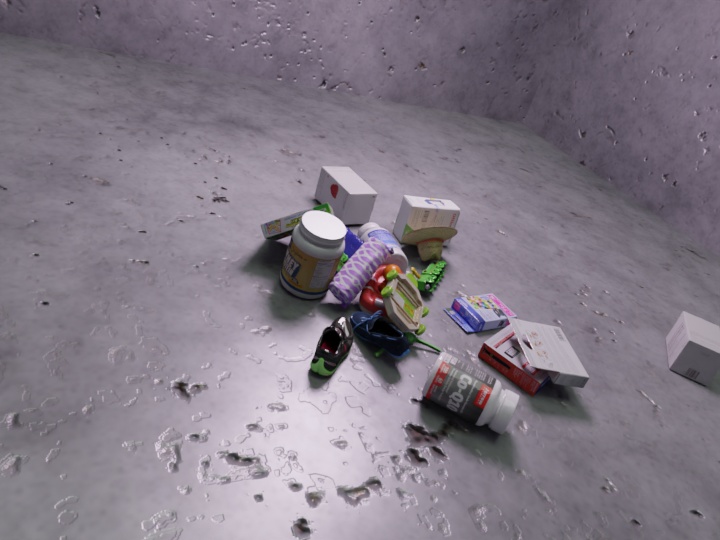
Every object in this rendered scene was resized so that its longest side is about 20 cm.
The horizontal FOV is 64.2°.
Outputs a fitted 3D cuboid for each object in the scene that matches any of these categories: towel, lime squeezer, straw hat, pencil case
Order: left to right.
[{"bbox_3d":[-0.066,-0.055,1.702,0.147,0.050,0.200,-40,55,-12],"label":"towel"},{"bbox_3d":[0.000,0.000,1.553,0.084,0.086,0.200,32,69,33],"label":"pencil case"},{"bbox_3d":[0.116,0.182,1.471,0.198,0.038,0.071,1,35,-29],"label":"lime squeezer"},{"bbox_3d":[0.230,-0.074,1.886,0.199,0.201,0.086,2,75,-26],"label":"straw hat"}]

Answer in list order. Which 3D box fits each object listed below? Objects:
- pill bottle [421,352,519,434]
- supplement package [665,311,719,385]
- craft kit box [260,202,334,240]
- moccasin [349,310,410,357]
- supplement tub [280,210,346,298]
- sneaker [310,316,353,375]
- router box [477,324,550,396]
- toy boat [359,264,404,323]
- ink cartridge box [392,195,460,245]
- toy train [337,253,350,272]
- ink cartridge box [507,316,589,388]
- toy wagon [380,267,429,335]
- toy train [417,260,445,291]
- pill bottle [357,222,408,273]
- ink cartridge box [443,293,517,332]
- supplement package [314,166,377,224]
[{"bbox_3d":[0.251,0.280,1.309,0.198,0.115,0.114,26,31,14],"label":"pill bottle"},{"bbox_3d":[1.055,0.242,1.812,0.120,0.121,0.200,25,31,14],"label":"supplement package"},{"bbox_3d":[-0.172,-0.137,1.645,0.196,0.049,0.200,-21,1,2],"label":"craft kit box"},{"bbox_3d":[0.050,0.141,1.430,0.199,0.069,0.080,23,47,39],"label":"moccasin"},{"bbox_3d":[-0.124,-0.041,1.527,0.143,0.201,0.145,15,35,-11],"label":"supplement tub"},{"bbox_3d":[-0.056,0.165,1.355,0.076,0.084,0.200,20,30,2],"label":"sneaker"},{"bbox_3d":[0.444,0.232,1.560,0.179,0.049,0.199,37,35,28],"label":"router box"},{"bbox_3d":[0.076,0.041,1.583,0.129,0.132,0.201,19,30,1],"label":"toy boat"},{"bbox_3d":[0.230,-0.171,1.998,0.198,0.147,0.088,2,30,-24],"label":"ink cartridge box"},{"bbox_3d":[-0.083,-0.046,1.644,0.200,0.056,0.042,43,0,33],"label":"toy train"},{"bbox_3d":[0.485,0.214,1.518,0.172,0.044,0.201,11,32,-14],"label":"ink cartridge box"},{"bbox_3d":[0.120,0.070,1.497,0.155,0.039,0.201,49,34,-21],"label":"toy wagon"},{"bbox_3d":[0.220,0.015,1.783,0.056,0.042,0.200,8,23,19],"label":"toy train"},{"bbox_3d":[0.060,-0.061,1.760,0.111,0.113,0.201,3,34,-25],"label":"pill bottle"},{"bbox_3d":[0.355,0.124,1.698,0.198,0.042,0.119,-7,38,-34],"label":"ink cartridge box"},{"bbox_3d":[-0.054,-0.263,2.001,0.119,0.122,0.200,-6,37,-36],"label":"supplement package"}]
